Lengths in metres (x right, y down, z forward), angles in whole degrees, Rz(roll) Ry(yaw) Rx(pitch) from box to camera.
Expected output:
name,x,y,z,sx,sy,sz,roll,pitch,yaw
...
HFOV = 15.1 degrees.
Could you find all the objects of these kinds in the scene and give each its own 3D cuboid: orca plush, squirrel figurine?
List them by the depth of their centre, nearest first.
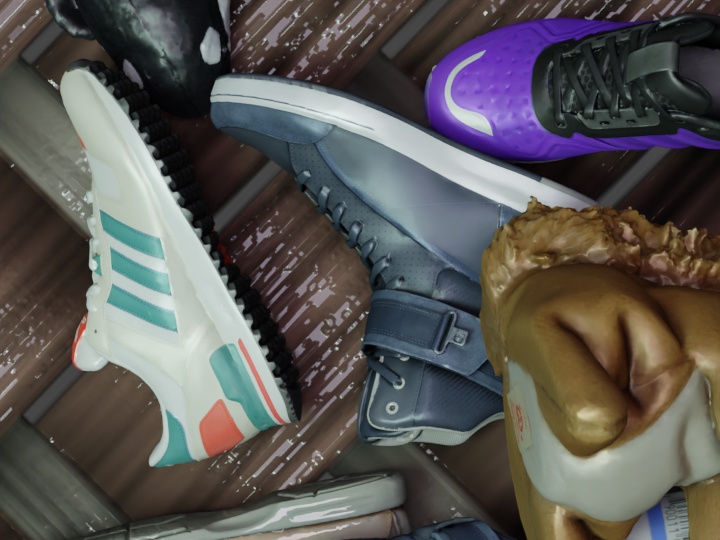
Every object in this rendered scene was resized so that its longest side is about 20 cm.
name,x,y,z,sx,sy,sz,roll,pitch,yaw
squirrel figurine,0.154,0.036,1.183,0.186,0.142,0.200,-10,42,-9
orca plush,-0.108,-0.175,1.301,0.105,0.071,0.201,-3,86,5

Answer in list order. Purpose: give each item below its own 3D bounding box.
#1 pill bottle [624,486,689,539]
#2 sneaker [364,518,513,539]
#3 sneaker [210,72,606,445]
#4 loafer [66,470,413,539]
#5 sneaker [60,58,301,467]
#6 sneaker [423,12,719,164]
name,x,y,z,sx,sy,sz,roll,pitch,yaw
pill bottle,0.221,0.143,1.230,0.199,0.114,0.114,-9,85,4
sneaker,0.045,0.212,1.222,0.146,0.077,0.203,-9,87,-37
sneaker,0.000,0.000,1.277,0.202,0.077,0.147,24,86,5
loafer,-0.071,0.144,1.280,0.199,0.072,0.063,-13,92,1
sneaker,-0.109,0.001,1.283,0.093,0.070,0.200,-28,95,8
sneaker,0.127,-0.091,1.259,0.199,0.100,0.070,-1,84,5
